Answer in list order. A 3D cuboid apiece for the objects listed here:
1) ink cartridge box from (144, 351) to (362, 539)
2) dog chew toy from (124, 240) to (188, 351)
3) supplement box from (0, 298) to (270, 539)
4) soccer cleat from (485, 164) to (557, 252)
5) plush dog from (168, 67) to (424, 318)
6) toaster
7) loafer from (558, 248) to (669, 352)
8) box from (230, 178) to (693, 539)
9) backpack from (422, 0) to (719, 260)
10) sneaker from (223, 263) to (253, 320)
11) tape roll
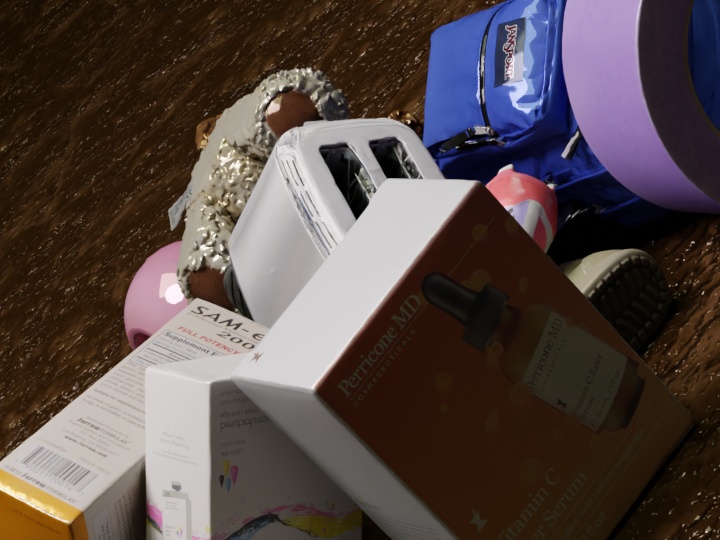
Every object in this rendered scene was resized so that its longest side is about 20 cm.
[{"bbox_3d":[-0.060,0.152,1.308,0.116,0.202,0.067,-7,11,-41],"label":"ink cartridge box"},{"bbox_3d":[-0.091,0.006,1.770,0.200,0.125,0.124,-44,19,-27],"label":"dog chew toy"},{"bbox_3d":[-0.128,0.127,1.365,0.073,0.127,0.200,21,43,30],"label":"supplement box"},{"bbox_3d":[0.068,0.016,1.450,0.200,0.066,0.077,122,170,-46],"label":"soccer cleat"},{"bbox_3d":[-0.035,-0.053,1.679,0.201,0.171,0.161,-65,19,14],"label":"plush dog"},{"bbox_3d":[0.000,0.000,1.404,0.201,0.113,0.130,64,148,34],"label":"toaster"},{"bbox_3d":[0.102,0.062,1.377,0.200,0.076,0.068,-39,18,-13],"label":"loafer"},{"bbox_3d":[0.057,0.071,1.254,0.153,0.200,0.106,-51,23,-16],"label":"box"},{"bbox_3d":[0.148,-0.106,1.460,0.199,0.167,0.164,-15,68,45],"label":"backpack"},{"bbox_3d":[0.006,-0.007,1.553,0.198,0.074,0.089,-1,44,1],"label":"sneaker"},{"bbox_3d":[0.224,-0.133,1.337,0.200,0.200,0.085,-49,22,-14],"label":"tape roll"}]
